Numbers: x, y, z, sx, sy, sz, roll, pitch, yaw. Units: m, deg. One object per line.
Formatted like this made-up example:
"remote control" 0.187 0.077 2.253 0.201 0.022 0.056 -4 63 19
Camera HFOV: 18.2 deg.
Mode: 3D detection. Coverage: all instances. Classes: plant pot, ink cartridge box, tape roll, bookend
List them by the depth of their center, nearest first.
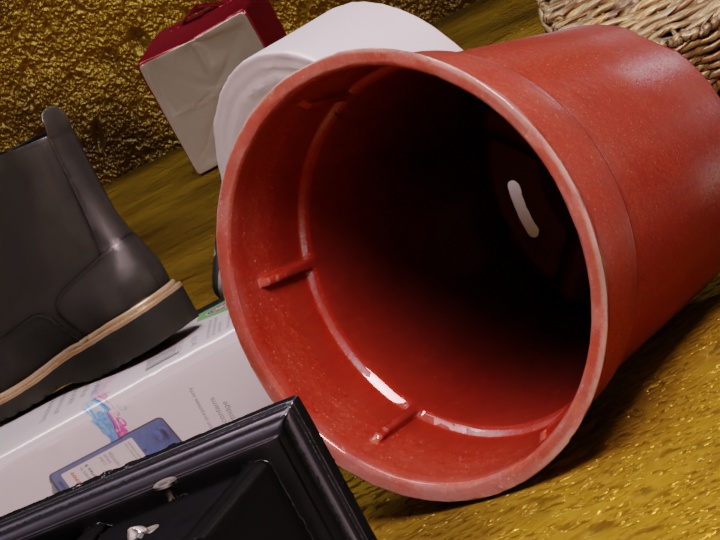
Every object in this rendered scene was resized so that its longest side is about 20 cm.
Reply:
"bookend" -0.116 0.157 0.855 0.198 0.092 0.200 -23 11 26
"plant pot" 0.072 -0.022 1.037 0.200 0.201 0.195 -21 3 39
"ink cartridge box" -0.119 0.094 1.229 0.199 0.088 0.145 -27 8 1
"tape roll" 0.010 -0.045 1.264 0.071 0.203 0.202 -33 10 -33

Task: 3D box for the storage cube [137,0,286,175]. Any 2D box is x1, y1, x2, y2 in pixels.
"storage cube" -0.180 -0.261 3.042 0.171 0.200 0.180 -26 15 11

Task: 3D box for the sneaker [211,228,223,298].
"sneaker" -0.032 0.003 1.600 0.115 0.076 0.200 4 -3 8

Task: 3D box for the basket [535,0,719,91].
"basket" 0.251 -0.167 1.655 0.200 0.149 0.143 -27 42 3

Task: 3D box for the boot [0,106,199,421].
"boot" -0.193 0.002 1.258 0.200 0.139 0.077 -26 7 33

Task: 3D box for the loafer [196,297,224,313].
"loafer" -0.114 0.066 1.449 0.070 0.068 0.201 -32 2 20
